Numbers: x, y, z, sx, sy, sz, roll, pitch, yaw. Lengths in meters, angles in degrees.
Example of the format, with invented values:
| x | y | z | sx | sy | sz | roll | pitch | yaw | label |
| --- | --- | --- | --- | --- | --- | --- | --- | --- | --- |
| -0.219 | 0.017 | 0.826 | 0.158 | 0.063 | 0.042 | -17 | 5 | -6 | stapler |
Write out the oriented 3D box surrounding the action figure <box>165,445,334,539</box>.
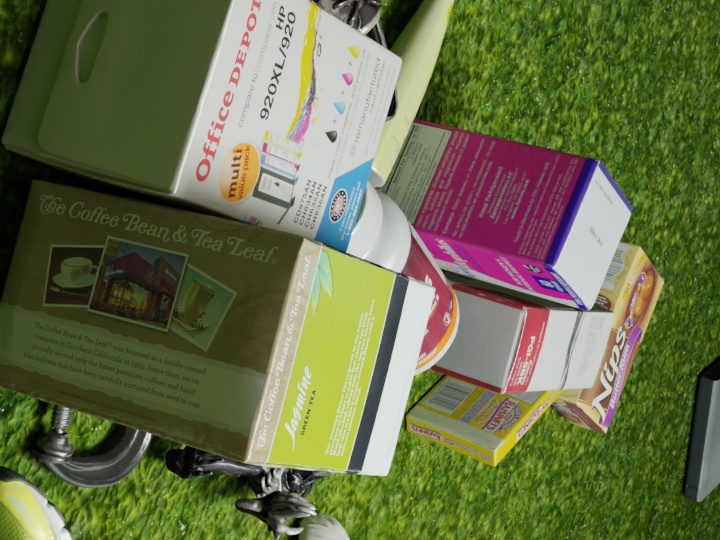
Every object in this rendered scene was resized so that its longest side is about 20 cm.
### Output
| x | y | z | sx | sy | sz | roll | pitch | yaw | label |
| --- | --- | --- | --- | --- | --- | --- | --- | --- | --- |
| -0.066 | 0.148 | 1.163 | 0.200 | 0.102 | 0.119 | 32 | 65 | -56 | action figure |

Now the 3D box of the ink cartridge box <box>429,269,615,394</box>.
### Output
| x | y | z | sx | sy | sz | roll | pitch | yaw | label |
| --- | --- | --- | --- | --- | --- | --- | --- | --- | --- |
| 0.126 | 0.055 | 1.376 | 0.200 | 0.147 | 0.083 | 5 | 101 | -57 | ink cartridge box |

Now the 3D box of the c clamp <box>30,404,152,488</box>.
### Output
| x | y | z | sx | sy | sz | roll | pitch | yaw | label |
| --- | --- | --- | --- | --- | --- | --- | --- | --- | --- |
| -0.183 | 0.057 | 1.012 | 0.171 | 0.027 | 0.200 | -8 | 109 | -62 | c clamp |

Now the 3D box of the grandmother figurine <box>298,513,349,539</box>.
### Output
| x | y | z | sx | sy | sz | roll | pitch | yaw | label |
| --- | --- | --- | --- | --- | --- | --- | --- | --- | --- |
| -0.059 | 0.310 | 1.294 | 0.121 | 0.060 | 0.200 | 86 | 23 | -80 | grandmother figurine |

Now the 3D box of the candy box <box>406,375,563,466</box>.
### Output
| x | y | z | sx | sy | sz | roll | pitch | yaw | label |
| --- | --- | --- | --- | --- | --- | --- | --- | --- | --- |
| 0.141 | 0.114 | 1.470 | 0.200 | 0.102 | 0.026 | -39 | 140 | -42 | candy box |

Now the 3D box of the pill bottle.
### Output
| x | y | z | sx | sy | sz | roll | pitch | yaw | label |
| --- | --- | --- | --- | --- | --- | --- | --- | --- | --- |
| 0.000 | 0.000 | 1.187 | 0.110 | 0.109 | 0.200 | -62 | 147 | -18 | pill bottle |

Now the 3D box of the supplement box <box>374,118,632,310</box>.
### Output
| x | y | z | sx | sy | sz | roll | pitch | yaw | label |
| --- | --- | --- | --- | --- | --- | --- | --- | --- | --- |
| 0.109 | -0.051 | 1.250 | 0.101 | 0.200 | 0.103 | 40 | 71 | -56 | supplement box |

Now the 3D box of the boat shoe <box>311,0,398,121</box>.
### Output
| x | y | z | sx | sy | sz | roll | pitch | yaw | label |
| --- | --- | --- | --- | --- | --- | --- | --- | --- | --- |
| -0.014 | -0.193 | 1.118 | 0.072 | 0.065 | 0.200 | -51 | 142 | -32 | boat shoe |

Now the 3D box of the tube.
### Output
| x | y | z | sx | sy | sz | roll | pitch | yaw | label |
| --- | --- | --- | --- | --- | --- | --- | --- | --- | --- |
| 0.039 | -0.165 | 1.228 | 0.052 | 0.058 | 0.200 | 41 | 67 | -39 | tube |

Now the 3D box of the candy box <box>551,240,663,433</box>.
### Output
| x | y | z | sx | sy | sz | roll | pitch | yaw | label |
| --- | --- | --- | --- | --- | --- | --- | --- | --- | --- |
| 0.280 | 0.075 | 1.717 | 0.117 | 0.056 | 0.200 | 43 | 66 | -56 | candy box |

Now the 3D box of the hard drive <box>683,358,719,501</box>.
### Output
| x | y | z | sx | sy | sz | roll | pitch | yaw | label |
| --- | --- | --- | --- | --- | --- | --- | --- | --- | --- |
| 0.530 | 0.226 | 2.202 | 0.140 | 0.033 | 0.200 | -26 | 125 | -50 | hard drive |

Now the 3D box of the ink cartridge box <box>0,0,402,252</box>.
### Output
| x | y | z | sx | sy | sz | roll | pitch | yaw | label |
| --- | --- | --- | --- | --- | --- | --- | --- | --- | --- |
| -0.096 | -0.109 | 0.951 | 0.200 | 0.144 | 0.147 | 19 | 87 | -59 | ink cartridge box |

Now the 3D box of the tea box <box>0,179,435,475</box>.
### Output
| x | y | z | sx | sy | sz | roll | pitch | yaw | label |
| --- | --- | --- | --- | --- | --- | --- | --- | --- | --- |
| -0.090 | 0.038 | 0.932 | 0.197 | 0.200 | 0.134 | 22 | 82 | -62 | tea box |

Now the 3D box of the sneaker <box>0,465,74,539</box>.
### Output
| x | y | z | sx | sy | sz | roll | pitch | yaw | label |
| --- | --- | --- | --- | --- | --- | --- | --- | --- | --- |
| -0.237 | 0.223 | 0.952 | 0.090 | 0.078 | 0.200 | -18 | 117 | -46 | sneaker |
